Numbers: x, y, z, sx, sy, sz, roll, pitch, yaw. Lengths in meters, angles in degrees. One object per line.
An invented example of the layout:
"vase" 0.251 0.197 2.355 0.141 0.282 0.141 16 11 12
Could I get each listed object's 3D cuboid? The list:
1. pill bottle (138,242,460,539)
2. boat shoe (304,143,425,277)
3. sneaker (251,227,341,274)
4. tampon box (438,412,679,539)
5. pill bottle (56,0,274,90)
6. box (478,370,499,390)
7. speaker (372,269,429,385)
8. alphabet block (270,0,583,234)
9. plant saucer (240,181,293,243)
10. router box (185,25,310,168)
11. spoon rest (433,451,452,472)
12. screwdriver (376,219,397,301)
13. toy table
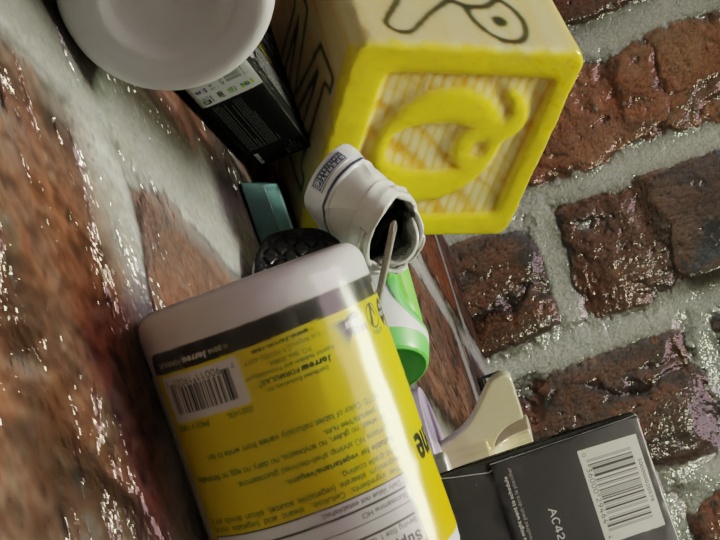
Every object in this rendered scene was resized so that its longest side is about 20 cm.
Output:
"pill bottle" -0.020 0.099 0.621 0.112 0.111 0.203 -36 107 -82
"boat shoe" 0.013 -0.025 0.973 0.065 0.074 0.200 36 -1 18
"sneaker" -0.034 0.061 0.882 0.083 0.071 0.202 104 -21 -46
"tampon box" 0.077 0.183 0.746 0.200 0.125 0.152 -39 -115 63
"pill bottle" -0.105 -0.194 0.735 0.201 0.111 0.113 -100 168 -53
"box" 0.283 0.288 2.598 0.200 0.045 0.161 45 27 -72
"speaker" 0.000 0.000 1.120 0.089 0.087 0.202 60 13 -54
"alphabet block" 0.035 -0.166 1.081 0.198 0.193 0.202 109 -28 -44
"plant saucer" -0.042 0.028 0.998 0.070 0.019 0.203 -34 105 -82
"router box" -0.101 -0.175 0.942 0.200 0.050 0.151 49 21 -71
"spoon rest" 0.016 0.176 0.959 0.200 0.060 0.101 -8 77 -69
"screwdriver" 0.005 0.054 0.904 0.029 0.027 0.202 -76 178 -52
"toy table" 0.131 0.208 1.440 0.184 0.116 0.202 -92 162 -65
